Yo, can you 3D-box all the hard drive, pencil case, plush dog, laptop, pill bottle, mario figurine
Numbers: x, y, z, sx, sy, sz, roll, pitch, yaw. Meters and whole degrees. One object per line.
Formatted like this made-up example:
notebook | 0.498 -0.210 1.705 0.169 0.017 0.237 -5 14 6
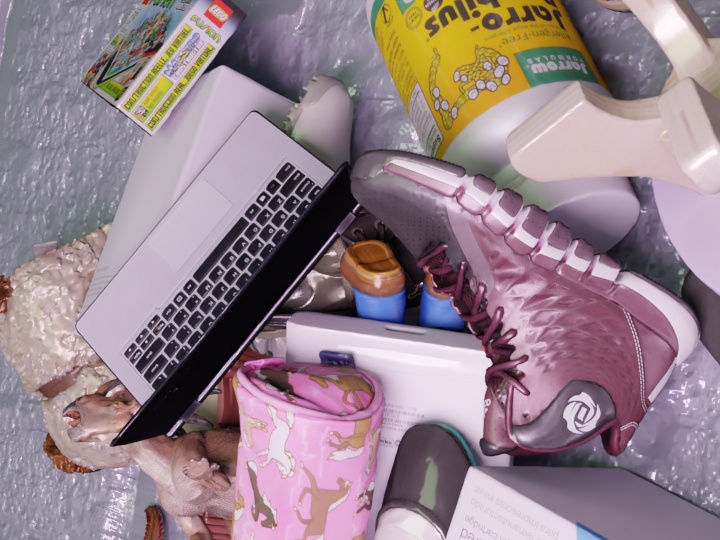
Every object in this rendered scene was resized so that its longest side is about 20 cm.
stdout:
hard drive | 0.020 0.129 0.749 0.131 0.027 0.202 7 109 13
pencil case | -0.038 0.146 0.712 0.087 0.082 0.202 -95 12 -71
plush dog | -0.213 0.072 1.021 0.199 0.160 0.173 -32 85 35
laptop | -0.096 -0.008 0.759 0.188 0.116 0.200 -50 50 -1
pill bottle | 0.085 -0.101 0.769 0.113 0.112 0.201 -40 56 32
mario figurine | 0.021 0.075 0.805 0.123 0.106 0.202 20 118 28

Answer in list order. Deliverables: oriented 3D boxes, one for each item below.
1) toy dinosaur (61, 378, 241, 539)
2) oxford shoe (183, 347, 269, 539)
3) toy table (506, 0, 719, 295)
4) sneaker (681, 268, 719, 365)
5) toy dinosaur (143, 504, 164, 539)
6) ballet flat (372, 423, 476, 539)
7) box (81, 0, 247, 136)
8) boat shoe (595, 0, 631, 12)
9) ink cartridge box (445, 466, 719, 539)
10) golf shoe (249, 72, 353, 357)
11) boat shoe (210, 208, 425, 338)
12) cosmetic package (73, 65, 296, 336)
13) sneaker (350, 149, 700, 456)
toy dinosaur | -0.087 0.128 0.858 0.086 0.199 0.136 -50 31 20
oxford shoe | -0.097 0.118 0.942 0.074 0.070 0.202 -12 65 49
toy table | 0.175 -0.081 0.632 0.184 0.117 0.201 -45 34 18
sneaker | 0.222 0.053 0.622 0.200 0.090 0.076 45 116 40
toy dinosaur | -0.166 0.315 0.979 0.104 0.200 0.183 9 124 31
ballet flat | 0.036 0.185 0.705 0.068 0.068 0.202 6 110 39
box | -0.154 -0.167 0.991 0.110 0.035 0.200 -53 23 -2
boat shoe | 0.191 -0.212 0.713 0.200 0.074 0.076 -35 60 34
ink cartridge box | 0.118 0.220 0.652 0.146 0.145 0.202 24 100 44
golf shoe | -0.015 -0.031 0.898 0.097 0.078 0.202 10 91 22
boat shoe | -0.001 -0.001 0.822 0.199 0.066 0.072 -17 87 16
cosmetic package | -0.122 -0.035 0.935 0.113 0.081 0.201 -3 64 58
sneaker | 0.066 0.028 0.656 0.116 0.199 0.076 -62 3 -10
